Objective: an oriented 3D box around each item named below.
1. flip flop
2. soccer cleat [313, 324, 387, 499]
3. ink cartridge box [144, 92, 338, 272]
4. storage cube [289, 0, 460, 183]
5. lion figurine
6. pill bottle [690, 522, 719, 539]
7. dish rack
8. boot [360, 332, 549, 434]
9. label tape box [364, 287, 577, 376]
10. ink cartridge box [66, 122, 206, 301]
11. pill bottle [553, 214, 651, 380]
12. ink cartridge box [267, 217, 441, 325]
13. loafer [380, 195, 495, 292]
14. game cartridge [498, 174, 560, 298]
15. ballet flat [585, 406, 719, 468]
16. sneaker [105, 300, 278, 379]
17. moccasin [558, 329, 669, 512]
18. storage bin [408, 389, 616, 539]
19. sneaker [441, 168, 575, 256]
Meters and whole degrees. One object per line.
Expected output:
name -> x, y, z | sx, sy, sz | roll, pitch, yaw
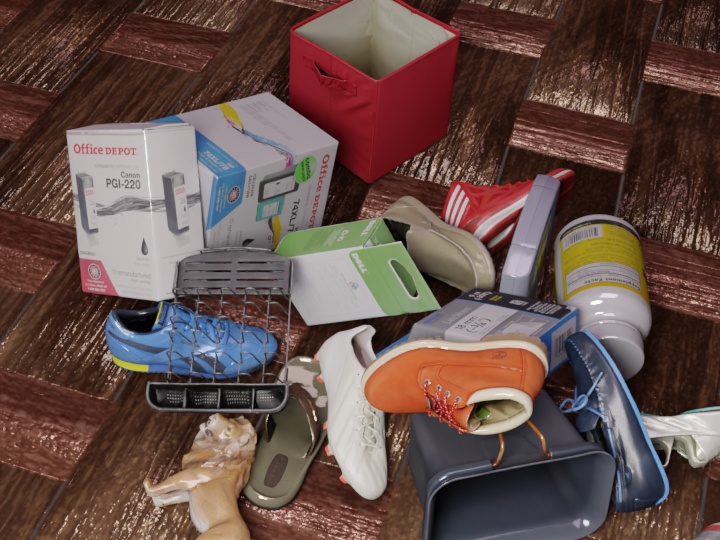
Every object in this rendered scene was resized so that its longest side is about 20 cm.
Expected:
flip flop -> -0.077, 0.169, 1.243 | 0.081, 0.058, 0.200 | 14, 45, 10
soccer cleat -> 0.000, 0.149, 1.234 | 0.069, 0.078, 0.200 | 27, 38, -44
ink cartridge box -> -0.157, -0.115, 1.439 | 0.200, 0.147, 0.146 | -23, 48, -40
storage cube -> 0.014, -0.264, 1.609 | 0.171, 0.180, 0.200 | 35, 53, 28
lion figurine -> -0.149, 0.243, 1.147 | 0.122, 0.072, 0.200 | -16, 53, -5
pill bottle -> 0.307, 0.334, 1.065 | 0.200, 0.116, 0.116 | -28, 53, -28
dish rack -> -0.146, 0.063, 1.244 | 0.153, 0.055, 0.200 | 0, 69, 5
boot -> 0.087, 0.122, 1.145 | 0.200, 0.075, 0.107 | -11, 30, 21
label tape box -> 0.125, 0.073, 1.287 | 0.200, 0.063, 0.144 | 11, 22, 32
ink cartridge box -> -0.263, -0.072, 1.338 | 0.146, 0.200, 0.085 | 5, 12, 38
pill bottle -> 0.292, 0.035, 1.373 | 0.111, 0.111, 0.200 | 6, 45, 1
ink cartridge box -> 0.000, 0.000, 1.327 | 0.200, 0.104, 0.059 | -8, 34, 37
loafer -> 0.092, -0.024, 1.450 | 0.068, 0.076, 0.200 | -27, 43, -27
game cartridge -> 0.209, -0.023, 1.410 | 0.040, 0.133, 0.200 | 11, 45, 15
ballet flat -> 0.349, 0.190, 1.260 | 0.200, 0.069, 0.069 | -1, 44, 3
sneaker -> -0.195, 0.076, 1.317 | 0.200, 0.078, 0.066 | 3, 42, -4
moccasin -> 0.258, 0.160, 1.208 | 0.068, 0.080, 0.200 | -22, 68, -3
storage bin -> 0.143, 0.198, 1.186 | 0.200, 0.146, 0.134 | -9, 36, -14
sneaker -> 0.192, -0.106, 1.536 | 0.200, 0.078, 0.116 | -31, 55, -32
